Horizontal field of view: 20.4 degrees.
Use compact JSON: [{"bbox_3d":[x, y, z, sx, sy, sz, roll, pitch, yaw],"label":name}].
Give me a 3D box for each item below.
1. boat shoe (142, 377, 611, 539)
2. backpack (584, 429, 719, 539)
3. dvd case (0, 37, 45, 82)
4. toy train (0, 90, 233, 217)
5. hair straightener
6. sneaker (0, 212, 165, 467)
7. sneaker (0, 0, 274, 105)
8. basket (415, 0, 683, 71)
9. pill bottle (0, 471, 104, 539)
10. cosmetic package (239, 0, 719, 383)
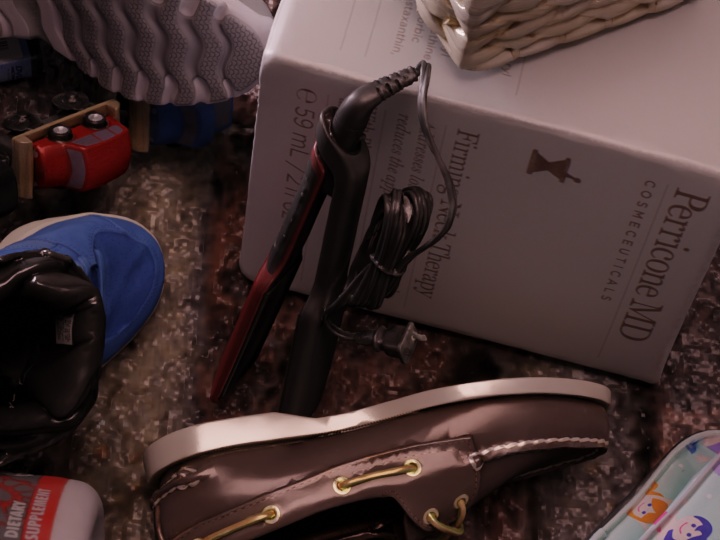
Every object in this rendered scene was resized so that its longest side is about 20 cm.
[{"bbox_3d":[0.012,0.088,0.834,0.199,0.072,0.060,-8,66,-8],"label":"boat shoe"},{"bbox_3d":[0.158,0.173,0.762,0.200,0.151,0.177,44,62,12],"label":"backpack"},{"bbox_3d":[-0.265,-0.133,0.958,0.199,0.018,0.143,-13,61,-14],"label":"dvd case"},{"bbox_3d":[-0.127,-0.056,0.890,0.046,0.034,0.199,30,39,34],"label":"toy train"},{"bbox_3d":[0.000,0.000,0.813,0.077,0.201,0.041,32,38,9],"label":"hair straightener"},{"bbox_3d":[-0.123,0.023,0.797,0.199,0.111,0.077,-18,104,-50],"label":"sneaker"},{"bbox_3d":[-0.116,-0.137,0.906,0.199,0.075,0.082,22,47,25],"label":"sneaker"},{"bbox_3d":[0.055,-0.192,0.779,0.135,0.124,0.201,-20,61,-19],"label":"basket"},{"bbox_3d":[-0.202,0.127,0.753,0.199,0.116,0.116,6,59,-2],"label":"pill bottle"},{"bbox_3d":[0.066,-0.081,0.883,0.199,0.168,0.167,14,57,2],"label":"cosmetic package"}]
